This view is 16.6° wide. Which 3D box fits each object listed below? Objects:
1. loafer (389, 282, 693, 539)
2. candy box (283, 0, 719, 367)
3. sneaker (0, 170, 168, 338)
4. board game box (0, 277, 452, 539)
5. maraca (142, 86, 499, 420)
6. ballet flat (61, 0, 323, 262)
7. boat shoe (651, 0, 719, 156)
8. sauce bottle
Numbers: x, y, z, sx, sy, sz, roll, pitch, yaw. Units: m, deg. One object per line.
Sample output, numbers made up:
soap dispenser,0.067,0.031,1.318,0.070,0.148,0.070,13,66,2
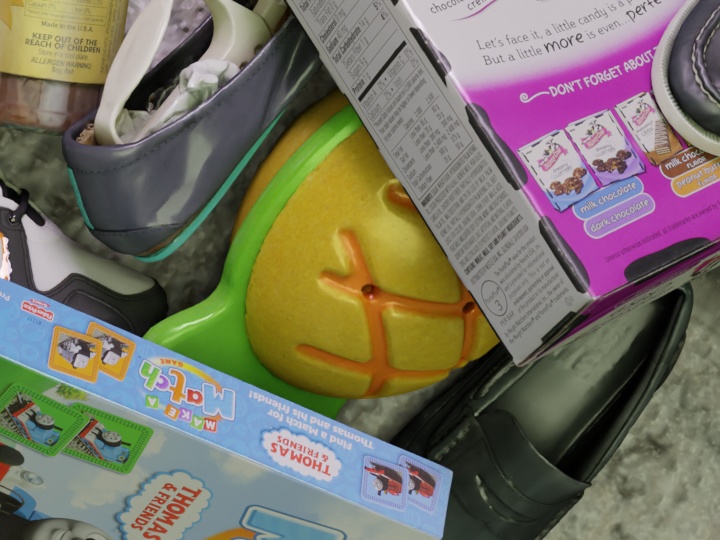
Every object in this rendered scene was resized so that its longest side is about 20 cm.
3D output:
loafer,0.060,0.072,0.982,0.068,0.070,0.201,38,91,-16
candy box,0.062,-0.083,0.870,0.136,0.061,0.201,-24,77,-35
sneaker,-0.159,-0.026,0.914,0.199,0.074,0.080,22,93,-16
board game box,-0.088,0.085,0.924,0.199,0.037,0.151,23,138,-16
maraca,0.000,0.000,0.935,0.200,0.107,0.137,-45,137,6
ballet flat,-0.038,-0.093,0.909,0.073,0.073,0.200,46,72,-17
boat shoe,0.189,-0.101,0.859,0.199,0.066,0.075,-21,78,-27
sauce bottle,-0.109,-0.152,0.906,0.064,0.065,0.201,7,97,-14
